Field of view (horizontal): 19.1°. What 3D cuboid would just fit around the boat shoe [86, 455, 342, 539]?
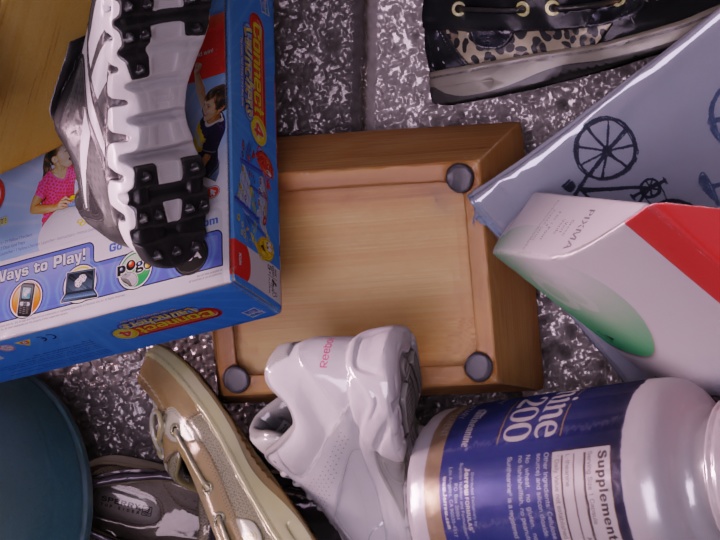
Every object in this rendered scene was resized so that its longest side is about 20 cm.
[{"bbox_3d":[-0.087,0.154,1.293,0.198,0.065,0.073,10,99,9],"label":"boat shoe"}]

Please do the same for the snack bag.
[{"bbox_3d":[0.188,-0.032,1.191,0.200,0.021,0.189,-37,115,13],"label":"snack bag"}]

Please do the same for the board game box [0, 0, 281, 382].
[{"bbox_3d":[-0.143,-0.054,1.211,0.199,0.056,0.197,-13,65,25],"label":"board game box"}]

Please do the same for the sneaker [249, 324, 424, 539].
[{"bbox_3d":[-0.011,0.103,1.211,0.099,0.078,0.201,5,132,14],"label":"sneaker"}]

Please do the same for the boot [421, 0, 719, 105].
[{"bbox_3d":[0.119,-0.187,1.193,0.202,0.073,0.155,-15,93,12],"label":"boot"}]

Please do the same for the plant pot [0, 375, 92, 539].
[{"bbox_3d":[-0.288,0.131,1.232,0.199,0.188,0.202,-8,73,27],"label":"plant pot"}]

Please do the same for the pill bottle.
[{"bbox_3d":[0.133,0.116,1.134,0.199,0.111,0.112,-10,97,32],"label":"pill bottle"}]

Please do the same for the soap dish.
[{"bbox_3d":[0.000,0.000,1.242,0.198,0.081,0.159,-3,98,13],"label":"soap dish"}]

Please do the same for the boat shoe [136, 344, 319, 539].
[{"bbox_3d":[-0.082,0.125,1.230,0.063,0.073,0.201,-36,61,-5],"label":"boat shoe"}]

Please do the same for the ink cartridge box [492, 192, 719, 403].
[{"bbox_3d":[0.177,0.026,1.100,0.161,0.200,0.050,38,82,-20],"label":"ink cartridge box"}]

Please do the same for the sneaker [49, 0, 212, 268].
[{"bbox_3d":[-0.126,-0.105,1.116,0.090,0.066,0.202,13,108,43],"label":"sneaker"}]

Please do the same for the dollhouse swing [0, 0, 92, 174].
[{"bbox_3d":[-0.171,-0.185,1.226,0.200,0.175,0.183,53,140,35],"label":"dollhouse swing"}]
